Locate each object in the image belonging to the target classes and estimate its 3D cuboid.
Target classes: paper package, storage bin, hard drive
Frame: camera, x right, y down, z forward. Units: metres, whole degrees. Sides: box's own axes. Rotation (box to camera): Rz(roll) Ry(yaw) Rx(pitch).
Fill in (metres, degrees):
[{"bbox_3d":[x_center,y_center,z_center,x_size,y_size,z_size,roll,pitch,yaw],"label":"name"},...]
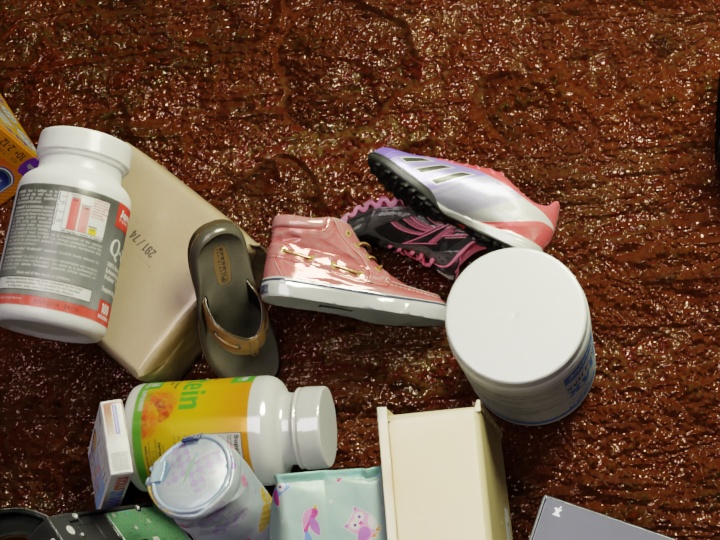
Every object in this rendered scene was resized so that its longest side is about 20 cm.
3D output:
[{"bbox_3d":[-0.228,-0.003,1.382,0.200,0.103,0.191,38,84,19],"label":"paper package"},{"bbox_3d":[0.087,0.237,1.189,0.094,0.199,0.200,-8,72,11],"label":"storage bin"},{"bbox_3d":[-0.213,0.291,1.238,0.038,0.200,0.140,-46,70,14],"label":"hard drive"}]

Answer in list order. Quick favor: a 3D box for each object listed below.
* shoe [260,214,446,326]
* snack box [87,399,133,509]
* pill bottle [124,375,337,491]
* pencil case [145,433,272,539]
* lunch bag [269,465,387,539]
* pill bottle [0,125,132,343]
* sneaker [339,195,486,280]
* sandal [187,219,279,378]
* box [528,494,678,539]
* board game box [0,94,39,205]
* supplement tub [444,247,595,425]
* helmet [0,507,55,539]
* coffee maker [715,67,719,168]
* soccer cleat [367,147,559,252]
[{"bbox_3d":[0.000,0.000,1.316,0.200,0.071,0.091,10,76,-15],"label":"shoe"},{"bbox_3d":[-0.250,0.190,1.281,0.024,0.200,0.072,-7,71,-18],"label":"snack box"},{"bbox_3d":[-0.130,0.164,1.305,0.200,0.111,0.111,-5,73,11],"label":"pill bottle"},{"bbox_3d":[-0.128,0.237,1.233,0.091,0.200,0.083,-16,51,11],"label":"pencil case"},{"bbox_3d":[-0.023,0.276,1.206,0.122,0.200,0.170,-4,75,-4],"label":"lunch bag"},{"bbox_3d":[-0.293,-0.035,1.290,0.116,0.116,0.200,6,76,14],"label":"pill bottle"},{"bbox_3d":[0.071,-0.034,1.348,0.200,0.079,0.095,-9,83,11],"label":"sneaker"},{"bbox_3d":[-0.122,0.042,1.303,0.082,0.200,0.055,-23,34,-25],"label":"sandal"},{"bbox_3d":[0.247,0.288,1.149,0.200,0.182,0.104,17,78,17],"label":"box"},{"bbox_3d":[-0.514,-0.161,1.438,0.200,0.200,0.200,-36,69,-1],"label":"board game box"},{"bbox_3d":[0.156,0.068,1.225,0.132,0.200,0.132,-3,73,11],"label":"supplement tub"},{"bbox_3d":[-0.326,0.338,1.254,0.200,0.191,0.200,-1,104,-5],"label":"helmet"},{"bbox_3d":[0.461,-0.184,1.289,0.200,0.135,0.192,7,52,13],"label":"coffee maker"},{"bbox_3d":[0.103,-0.079,1.288,0.200,0.068,0.073,29,80,1],"label":"soccer cleat"}]
